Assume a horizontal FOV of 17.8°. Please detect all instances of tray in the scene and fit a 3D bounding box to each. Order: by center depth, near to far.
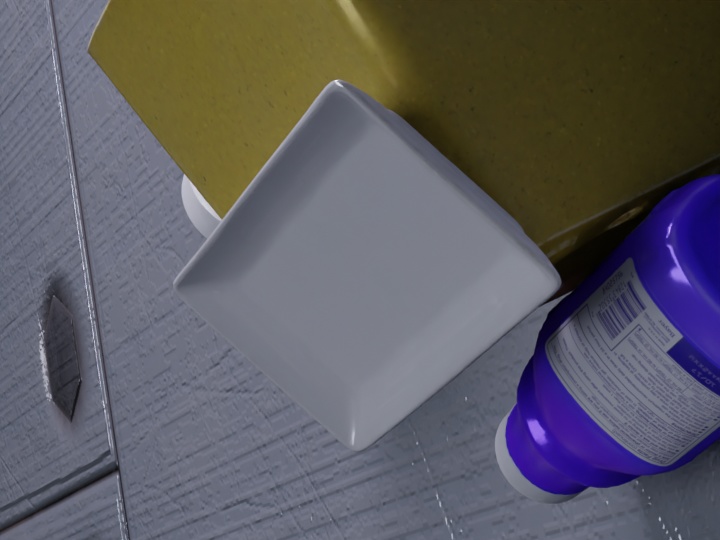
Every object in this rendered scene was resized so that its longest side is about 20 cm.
[{"bbox_3d":[0.000,0.000,0.874,0.107,0.022,0.200,41,149,-2],"label":"tray"}]

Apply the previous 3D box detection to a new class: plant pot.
[{"bbox_3d":[0.039,-0.085,0.922,0.200,0.195,0.194,59,150,12],"label":"plant pot"}]

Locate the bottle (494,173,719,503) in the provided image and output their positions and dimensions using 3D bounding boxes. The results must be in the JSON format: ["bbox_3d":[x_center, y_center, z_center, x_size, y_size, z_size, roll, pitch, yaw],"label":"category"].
[{"bbox_3d":[0.112,0.038,0.909,0.084,0.065,0.200,46,148,5],"label":"bottle"}]

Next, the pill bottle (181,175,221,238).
[{"bbox_3d":[-0.029,-0.100,1.161,0.200,0.112,0.113,113,144,-46],"label":"pill bottle"}]
